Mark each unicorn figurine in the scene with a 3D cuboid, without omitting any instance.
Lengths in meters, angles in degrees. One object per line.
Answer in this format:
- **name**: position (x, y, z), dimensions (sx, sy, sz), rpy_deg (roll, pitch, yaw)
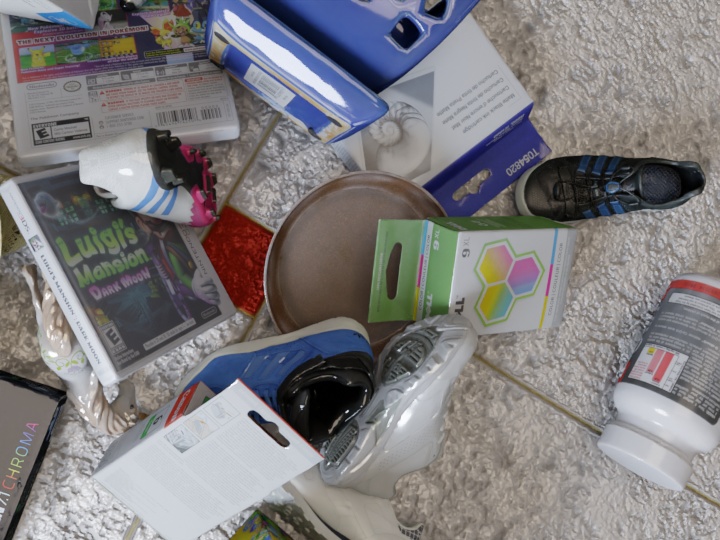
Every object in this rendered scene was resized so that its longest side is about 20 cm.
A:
- **unicorn figurine**: position (-0.251, 0.073, 0.866), dimensions (0.074, 0.200, 0.138), rpy_deg (-25, 68, 1)

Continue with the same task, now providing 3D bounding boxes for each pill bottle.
- **pill bottle**: position (0.330, 0.113, 0.985), dimensions (0.116, 0.116, 0.201), rpy_deg (33, 80, -8)

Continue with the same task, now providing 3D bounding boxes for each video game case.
- **video game case**: position (-0.228, -0.192, 0.907), dimensions (0.199, 0.023, 0.183), rpy_deg (-10, 68, -12)
- **video game case**: position (-0.204, -0.012, 0.854), dimensions (0.023, 0.200, 0.183), rpy_deg (-27, 92, 26)

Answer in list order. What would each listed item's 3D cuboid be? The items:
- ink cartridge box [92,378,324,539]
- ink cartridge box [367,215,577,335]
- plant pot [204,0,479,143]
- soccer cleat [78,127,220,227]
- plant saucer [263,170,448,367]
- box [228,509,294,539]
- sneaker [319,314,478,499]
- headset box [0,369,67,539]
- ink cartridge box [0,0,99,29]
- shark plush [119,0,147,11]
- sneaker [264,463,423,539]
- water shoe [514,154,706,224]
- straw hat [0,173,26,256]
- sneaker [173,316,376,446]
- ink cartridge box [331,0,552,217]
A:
- **ink cartridge box**: position (-0.131, 0.160, 0.850), dimensions (0.200, 0.050, 0.109), rpy_deg (-35, 109, 28)
- **ink cartridge box**: position (0.110, 0.004, 0.932), dimensions (0.199, 0.059, 0.105), rpy_deg (-2, 107, -30)
- **plant pot**: position (-0.029, -0.231, 0.855), dimensions (0.200, 0.200, 0.180), rpy_deg (35, 85, -11)
- **soccer cleat**: position (-0.185, -0.081, 0.859), dimensions (0.086, 0.200, 0.070), rpy_deg (-9, 80, 6)
- **plant saucer**: position (0.000, 0.000, 0.942), dimensions (0.199, 0.032, 0.202), rpy_deg (-5, 107, -18)
- **box**: position (-0.051, 0.336, 0.849), dimensions (0.200, 0.193, 0.122), rpy_deg (44, 79, -5)
- **sneaker**: position (0.051, 0.129, 0.900), dimensions (0.099, 0.078, 0.200), rpy_deg (31, 105, -29)
- **headset box**: position (-0.384, 0.157, 0.842), dimensions (0.199, 0.093, 0.175), rpy_deg (22, 81, -9)
- **ink cartridge box**: position (-0.343, -0.273, 0.847), dimensions (0.199, 0.116, 0.068), rpy_deg (11, 91, 10)
- **shark plush**: position (-0.183, -0.335, 0.930), dimensions (0.199, 0.083, 0.091), rpy_deg (-31, 130, -11)
- **sneaker**: position (-0.029, 0.220, 0.932), dimensions (0.200, 0.076, 0.081), rpy_deg (44, 66, -10)
- **water shoe**: position (0.260, -0.093, 1.004), dimensions (0.199, 0.079, 0.072), rpy_deg (-8, 87, -12)
- **straw hat**: position (-0.339, -0.048, 0.858), dimensions (0.085, 0.200, 0.202), rpy_deg (-14, 88, -51)
- **sneaker**: position (-0.080, 0.117, 0.879), dimensions (0.199, 0.111, 0.077), rpy_deg (-18, 118, 1)
- **ink cartridge box**: position (0.076, -0.150, 0.989), dimensions (0.199, 0.041, 0.200), rpy_deg (-38, 94, -12)
